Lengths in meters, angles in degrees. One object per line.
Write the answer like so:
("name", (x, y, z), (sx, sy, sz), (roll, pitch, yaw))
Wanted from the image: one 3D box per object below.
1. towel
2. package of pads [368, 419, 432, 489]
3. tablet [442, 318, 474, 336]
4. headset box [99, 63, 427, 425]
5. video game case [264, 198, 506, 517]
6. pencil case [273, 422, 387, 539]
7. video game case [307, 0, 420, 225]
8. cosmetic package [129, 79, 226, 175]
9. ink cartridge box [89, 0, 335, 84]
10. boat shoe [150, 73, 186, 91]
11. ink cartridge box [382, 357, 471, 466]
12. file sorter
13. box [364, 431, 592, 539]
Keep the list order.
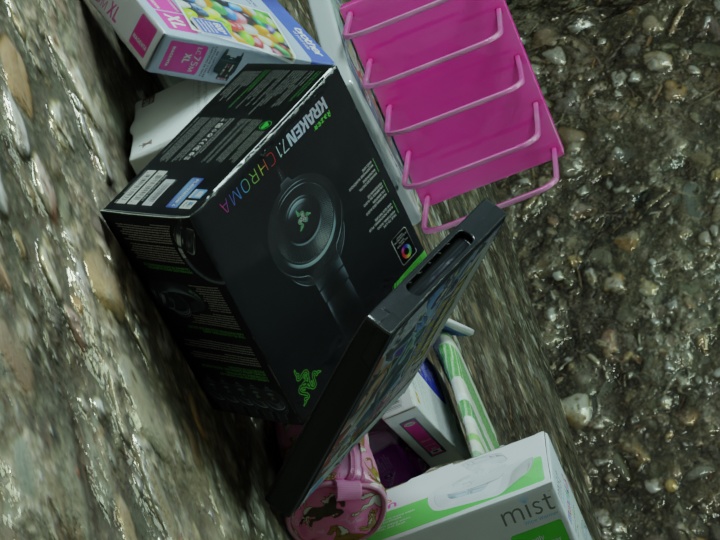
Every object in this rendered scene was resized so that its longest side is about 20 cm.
("towel", (0.104, 0.159, 1.802), (0.200, 0.023, 0.153), (-103, 171, -51))
("package of pads", (0.015, 0.149, 1.847), (0.200, 0.076, 0.121), (-91, 155, -65))
("tablet", (0.004, 0.030, 1.805), (0.200, 0.130, 0.014), (22, 75, -61))
("headset box", (-0.058, -0.015, 1.470), (0.174, 0.093, 0.200), (-48, 127, -33))
("video game case", (0.019, 0.062, 1.491), (0.025, 0.200, 0.181), (36, 41, 9))
("pencil case", (-0.029, 0.122, 1.631), (0.200, 0.083, 0.087), (-100, 167, -46))
("video game case", (-0.001, -0.164, 1.883), (0.200, 0.023, 0.182), (-105, 170, -45))
("cosmetic package", (-0.098, -0.040, 1.589), (0.113, 0.081, 0.200), (-99, 166, -61))
("ink cartridge box", (-0.104, -0.183, 1.595), (0.200, 0.042, 0.119), (8, 32, -44))
("boat shoe", (-0.130, -0.127, 1.720), (0.200, 0.062, 0.073), (54, 49, -16))
("ink cartridge box", (0.046, 0.106, 1.781), (0.200, 0.037, 0.095), (45, 24, -63))
("file sorter", (0.080, -0.152, 1.828), (0.125, 0.139, 0.200), (-79, 147, -70))
("box", (0.088, 0.249, 1.658), (0.097, 0.200, 0.177), (-86, 155, -68))
